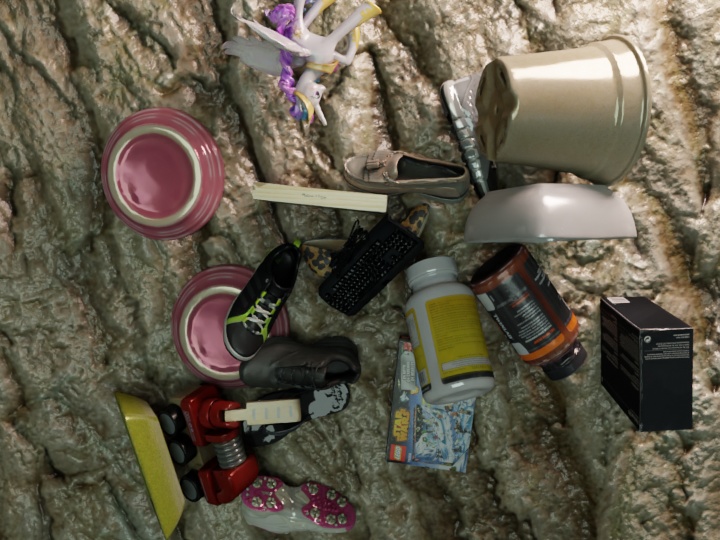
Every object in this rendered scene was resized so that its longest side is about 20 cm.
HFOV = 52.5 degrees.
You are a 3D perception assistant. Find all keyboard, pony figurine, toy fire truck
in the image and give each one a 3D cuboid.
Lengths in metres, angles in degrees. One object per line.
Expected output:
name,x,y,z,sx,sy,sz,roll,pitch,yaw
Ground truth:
keyboard,0.000,0.000,1.082,0.103,0.040,0.200,33,128,-14
pony figurine,-0.091,-0.333,1.059,0.190,0.166,0.203,31,85,-10
toy fire truck,-0.192,0.265,1.143,0.196,0.128,0.181,-4,106,37

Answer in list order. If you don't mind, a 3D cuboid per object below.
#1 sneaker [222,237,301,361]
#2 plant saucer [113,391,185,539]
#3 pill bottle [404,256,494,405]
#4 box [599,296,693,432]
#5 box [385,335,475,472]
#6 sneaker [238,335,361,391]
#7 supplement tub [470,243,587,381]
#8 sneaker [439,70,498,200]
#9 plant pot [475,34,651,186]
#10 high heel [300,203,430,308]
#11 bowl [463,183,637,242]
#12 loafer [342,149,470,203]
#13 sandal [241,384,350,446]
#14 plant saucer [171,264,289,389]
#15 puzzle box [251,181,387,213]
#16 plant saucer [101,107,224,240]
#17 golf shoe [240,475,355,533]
sneaker,-0.146,0.037,1.103,0.071,0.083,0.204,28,70,-15
plant saucer,-0.332,0.295,1.162,0.047,0.199,0.205,-19,99,-21
pill bottle,0.127,0.089,1.094,0.109,0.112,0.205,-13,71,6
box,0.411,0.129,1.064,0.076,0.200,0.146,-1,100,3
box,0.116,0.215,1.179,0.133,0.040,0.206,7,100,2
sneaker,-0.090,0.149,1.131,0.194,0.091,0.078,-7,112,-14
supplement tub,0.261,0.068,1.110,0.106,0.107,0.202,-36,96,9
sneaker,0.200,-0.202,1.088,0.113,0.075,0.205,-21,97,4
plant pot,0.259,-0.217,0.995,0.178,0.200,0.207,-2,100,-12
high heel,0.005,-0.054,1.122,0.141,0.072,0.201,36,109,-9
bowl,0.260,-0.078,1.026,0.195,0.199,0.077,-3,91,-26
loafer,0.069,-0.151,1.097,0.194,0.063,0.074,9,67,4
sandal,-0.112,0.228,1.194,0.196,0.043,0.077,-27,97,8
plant saucer,-0.213,0.095,1.175,0.194,0.051,0.207,1,100,3
puzzle box,-0.055,-0.107,1.089,0.194,0.133,0.026,6,93,1
plant saucer,-0.312,-0.148,1.133,0.194,0.051,0.207,1,100,3
golf shoe,-0.106,0.402,1.219,0.195,0.076,0.093,16,129,-5
